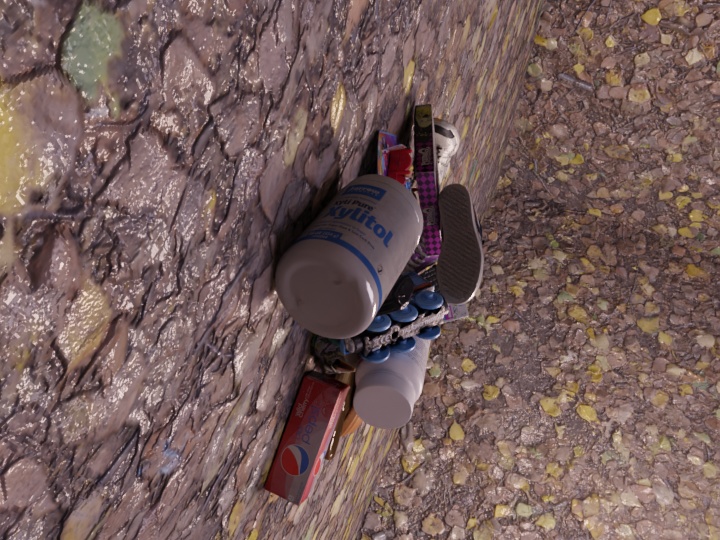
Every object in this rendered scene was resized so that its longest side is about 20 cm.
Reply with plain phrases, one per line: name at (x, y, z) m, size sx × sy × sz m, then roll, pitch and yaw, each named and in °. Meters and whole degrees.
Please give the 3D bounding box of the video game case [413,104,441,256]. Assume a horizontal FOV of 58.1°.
video game case at (0.122, -0.159, 1.154) m, size 0.201 × 0.035 × 0.183 m, roll 76°, pitch 14°, yaw -48°

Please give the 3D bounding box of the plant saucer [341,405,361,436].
plant saucer at (-0.004, 0.239, 1.283) m, size 0.201 × 0.037 × 0.200 m, roll -62°, pitch -172°, yaw 15°

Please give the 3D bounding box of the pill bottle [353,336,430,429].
pill bottle at (0.053, 0.157, 1.079) m, size 0.201 × 0.112 × 0.114 m, roll -70°, pitch 173°, yaw -54°

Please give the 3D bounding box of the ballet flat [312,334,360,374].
ballet flat at (-0.034, 0.145, 1.102) m, size 0.201 × 0.071 × 0.073 m, roll 72°, pitch 40°, yaw -70°

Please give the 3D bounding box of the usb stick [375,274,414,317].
usb stick at (-0.002, 0.048, 0.906) m, size 0.199 × 0.033 × 0.056 m, roll -20°, pitch -148°, yaw 49°

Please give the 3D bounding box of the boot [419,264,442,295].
boot at (0.135, 0.035, 1.338) m, size 0.130 × 0.068 × 0.199 m, roll -30°, pitch 179°, yaw 44°

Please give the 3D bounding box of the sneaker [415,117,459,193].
sneaker at (0.151, -0.221, 1.312) m, size 0.200 × 0.075 × 0.088 m, roll 82°, pitch 30°, yaw -63°

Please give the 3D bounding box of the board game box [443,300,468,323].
board game box at (0.105, 0.091, 1.282) m, size 0.200 × 0.133 × 0.035 m, roll 167°, pitch -90°, yaw -69°

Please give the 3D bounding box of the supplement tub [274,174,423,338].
supplement tub at (-0.009, -0.022, 0.815) m, size 0.200 × 0.131 × 0.133 m, roll -57°, pitch 162°, yaw -49°

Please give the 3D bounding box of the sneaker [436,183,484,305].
sneaker at (0.168, -0.037, 1.074) m, size 0.079 × 0.078 × 0.202 m, roll 40°, pitch 49°, yaw -66°

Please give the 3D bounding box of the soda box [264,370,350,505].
soda box at (-0.086, 0.273, 1.064) m, size 0.063 × 0.069 × 0.202 m, roll 12°, pitch 97°, yaw -76°

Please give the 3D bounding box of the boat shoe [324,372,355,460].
boat shoe at (-0.055, 0.239, 1.167) m, size 0.072 × 0.064 × 0.201 m, roll 79°, pitch 23°, yaw -52°

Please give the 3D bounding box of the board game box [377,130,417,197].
board game box at (0.070, -0.142, 1.037) m, size 0.200 × 0.039 × 0.160 m, roll -26°, pitch 112°, yaw -73°

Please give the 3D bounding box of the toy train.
toy train at (0.045, 0.073, 1.027) m, size 0.199 × 0.114 × 0.087 m, roll -19°, pitch 125°, yaw -31°

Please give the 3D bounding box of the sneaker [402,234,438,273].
sneaker at (0.104, -0.017, 1.305) m, size 0.201 × 0.073 × 0.114 m, roll -47°, pitch 176°, yaw 37°
